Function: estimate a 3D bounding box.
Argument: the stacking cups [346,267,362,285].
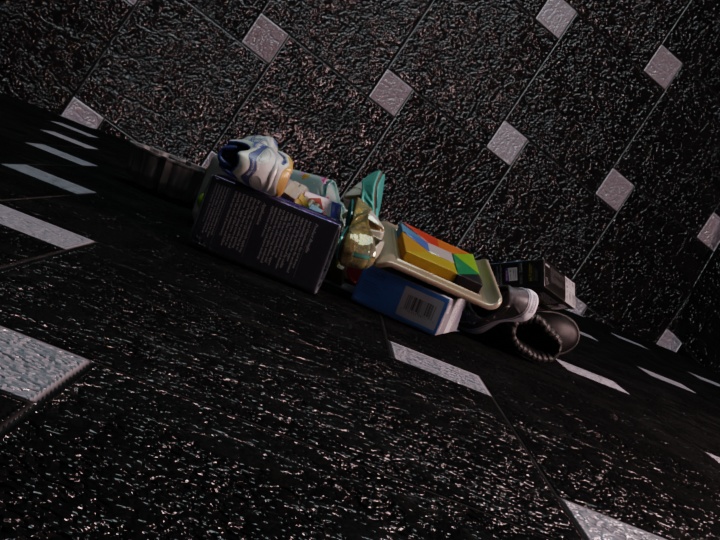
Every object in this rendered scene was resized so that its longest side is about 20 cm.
[{"bbox_3d":[0.000,0.000,1.684,0.060,0.061,0.200,22,3,5],"label":"stacking cups"}]

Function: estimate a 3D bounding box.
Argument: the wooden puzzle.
[{"bbox_3d":[0.115,-0.017,1.562,0.197,0.038,0.185,19,20,-8],"label":"wooden puzzle"}]

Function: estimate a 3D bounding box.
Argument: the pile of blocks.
[{"bbox_3d":[-0.060,-0.068,1.609,0.081,0.062,0.201,7,-41,34],"label":"pile of blocks"}]

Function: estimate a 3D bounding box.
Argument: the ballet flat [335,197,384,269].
[{"bbox_3d":[0.004,-0.052,1.507,0.070,0.071,0.200,21,21,-4],"label":"ballet flat"}]

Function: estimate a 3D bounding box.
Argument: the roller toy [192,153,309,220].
[{"bbox_3d":[-0.184,-0.119,1.741,0.180,0.141,0.200,21,4,-12],"label":"roller toy"}]

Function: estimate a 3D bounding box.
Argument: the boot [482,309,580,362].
[{"bbox_3d":[0.311,0.110,1.731,0.208,0.081,0.158,8,2,-20],"label":"boot"}]

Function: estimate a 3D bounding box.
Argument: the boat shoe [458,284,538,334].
[{"bbox_3d":[0.202,0.058,1.653,0.066,0.071,0.199,21,-15,-25],"label":"boat shoe"}]

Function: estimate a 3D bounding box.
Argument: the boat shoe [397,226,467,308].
[{"bbox_3d":[0.109,-0.009,1.675,0.199,0.060,0.076,38,-32,25],"label":"boat shoe"}]

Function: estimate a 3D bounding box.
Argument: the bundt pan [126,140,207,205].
[{"bbox_3d":[-0.372,-0.184,2.010,0.199,0.077,0.202,21,5,-2],"label":"bundt pan"}]

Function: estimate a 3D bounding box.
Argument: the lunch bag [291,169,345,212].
[{"bbox_3d":[-0.122,-0.104,1.928,0.168,0.123,0.200,16,-21,17],"label":"lunch bag"}]

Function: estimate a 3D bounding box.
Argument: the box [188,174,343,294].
[{"bbox_3d":[-0.131,-0.055,1.472,0.198,0.106,0.148,21,4,-3],"label":"box"}]

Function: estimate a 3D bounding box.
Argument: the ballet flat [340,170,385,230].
[{"bbox_3d":[0.002,-0.103,1.706,0.069,0.068,0.201,4,42,1],"label":"ballet flat"}]

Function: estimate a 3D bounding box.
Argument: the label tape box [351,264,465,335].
[{"bbox_3d":[0.085,0.043,1.592,0.143,0.064,0.200,23,5,15],"label":"label tape box"}]

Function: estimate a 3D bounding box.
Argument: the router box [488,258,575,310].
[{"bbox_3d":[0.278,0.030,1.781,0.147,0.052,0.200,-5,-15,25],"label":"router box"}]

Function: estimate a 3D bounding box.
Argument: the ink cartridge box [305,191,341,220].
[{"bbox_3d":[-0.101,-0.069,1.657,0.041,0.121,0.199,4,-5,33],"label":"ink cartridge box"}]

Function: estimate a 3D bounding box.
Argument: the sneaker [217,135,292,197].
[{"bbox_3d":[-0.163,-0.163,1.448,0.087,0.076,0.200,18,5,-25],"label":"sneaker"}]

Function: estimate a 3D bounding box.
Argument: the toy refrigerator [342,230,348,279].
[{"bbox_3d":[-0.010,-0.028,1.899,0.069,0.077,0.200,22,4,4],"label":"toy refrigerator"}]
